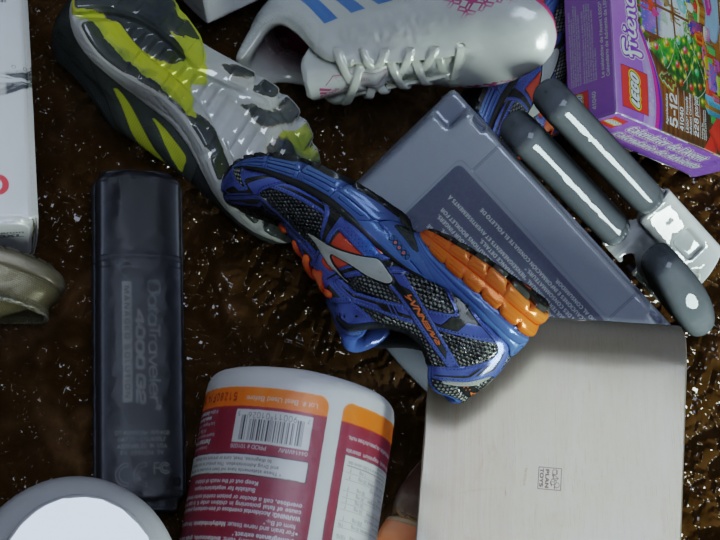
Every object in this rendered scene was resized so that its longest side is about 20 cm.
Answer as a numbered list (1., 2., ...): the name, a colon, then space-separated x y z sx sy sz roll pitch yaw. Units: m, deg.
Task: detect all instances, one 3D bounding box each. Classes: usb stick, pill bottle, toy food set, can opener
1. usb stick: -0.128 0.038 0.939 0.055 0.033 0.203 2 75 -19
2. pill bottle: -0.047 0.162 0.884 0.108 0.110 0.202 12 73 -9
3. toy food set: 0.103 0.120 0.896 0.142 0.060 0.203 4 74 2
4. can opener: 0.159 -0.037 0.966 0.053 0.067 0.200 -44 125 7
5. pill bottle: -0.145 0.161 0.814 0.103 0.200 0.106 3 75 -11

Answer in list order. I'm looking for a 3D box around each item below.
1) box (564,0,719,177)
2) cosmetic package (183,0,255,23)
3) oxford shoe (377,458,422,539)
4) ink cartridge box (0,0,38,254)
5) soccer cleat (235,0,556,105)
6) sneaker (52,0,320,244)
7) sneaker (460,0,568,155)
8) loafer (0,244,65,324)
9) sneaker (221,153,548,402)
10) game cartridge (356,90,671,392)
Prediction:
1. box: 0.182 -0.172 1.023 0.136 0.039 0.203 14 70 -44
2. cosmetic package: -0.034 -0.247 0.983 0.199 0.108 0.085 -28 49 -19
3. oxford shoe: 0.110 0.171 0.938 0.198 0.071 0.073 28 68 -4
4. ink cartridge box: -0.259 -0.109 0.920 0.143 0.084 0.203 -2 75 -13
5. soccer cleat: 0.016 -0.125 0.949 0.198 0.070 0.087 6 43 33
6. sneaker: -0.101 -0.095 0.962 0.200 0.084 0.075 49 65 -20
7. sneaker: 0.105 -0.104 1.007 0.078 0.075 0.202 29 73 -7
8. loafer: -0.262 0.025 0.895 0.197 0.076 0.068 -3 77 -3
9. sneaker: 0.000 0.000 0.870 0.199 0.075 0.079 31 90 25
10. game cartridge: 0.074 0.012 0.953 0.133 0.041 0.200 -42 97 7
